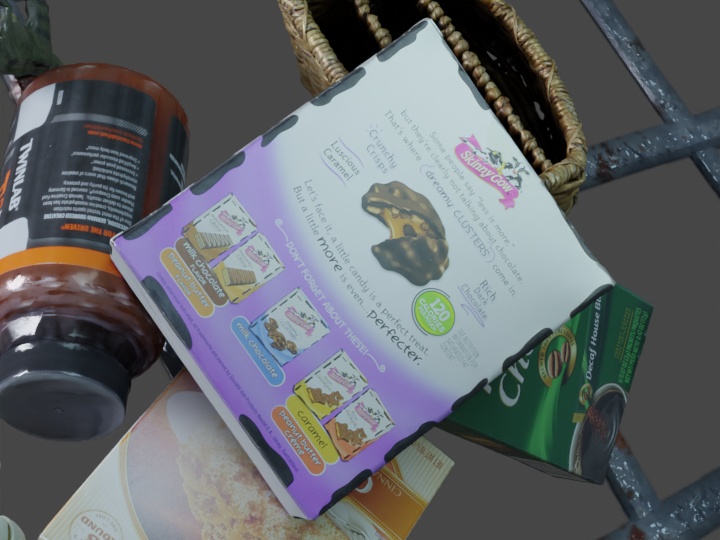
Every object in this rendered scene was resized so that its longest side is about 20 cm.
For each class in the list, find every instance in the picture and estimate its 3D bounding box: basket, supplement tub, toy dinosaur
[{"bbox_3d":[0.055,-0.115,1.049,0.142,0.149,0.201,-31,72,-5],"label":"basket"},{"bbox_3d":[-0.154,-0.010,0.919,0.106,0.107,0.202,16,52,-18],"label":"supplement tub"},{"bbox_3d":[-0.203,-0.145,0.978,0.089,0.047,0.200,61,15,12],"label":"toy dinosaur"}]

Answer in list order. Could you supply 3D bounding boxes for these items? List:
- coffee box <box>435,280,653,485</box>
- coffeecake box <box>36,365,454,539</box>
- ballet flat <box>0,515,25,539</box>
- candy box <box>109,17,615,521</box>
[{"bbox_3d":[0.091,0.045,0.972,0.199,0.044,0.124,28,76,-44],"label":"coffee box"},{"bbox_3d":[-0.065,0.136,0.888,0.153,0.073,0.200,39,49,0],"label":"coffeecake box"},{"bbox_3d":[-0.198,0.121,0.809,0.062,0.068,0.201,-30,63,-7],"label":"ballet flat"},{"bbox_3d":[0.000,0.000,0.847,0.199,0.072,0.169,-36,90,-12],"label":"candy box"}]
